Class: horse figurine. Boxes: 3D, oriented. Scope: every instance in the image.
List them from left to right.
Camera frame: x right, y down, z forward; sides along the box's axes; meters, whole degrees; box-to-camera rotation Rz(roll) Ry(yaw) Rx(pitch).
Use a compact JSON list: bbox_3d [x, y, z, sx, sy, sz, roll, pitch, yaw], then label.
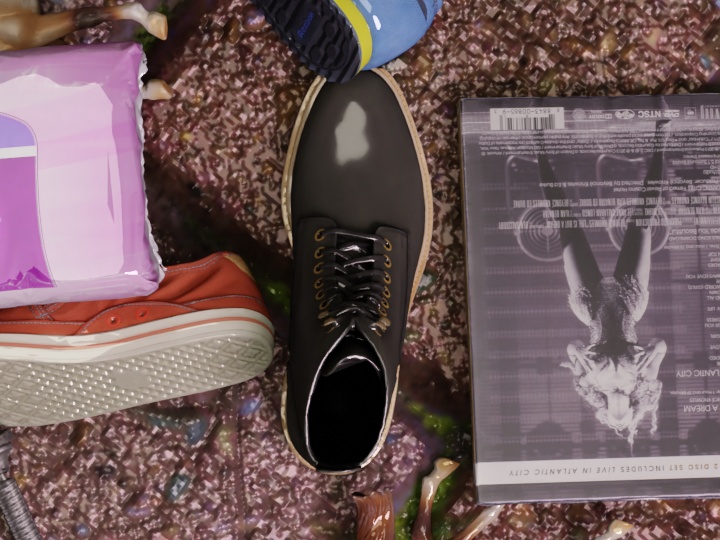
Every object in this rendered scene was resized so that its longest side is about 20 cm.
[{"bbox_3d":[-0.160,-0.152,1.397,0.131,0.050,0.201,0,111,1],"label":"horse figurine"},{"bbox_3d":[0.075,0.174,1.436,0.199,0.050,0.133,21,85,-5],"label":"horse figurine"}]

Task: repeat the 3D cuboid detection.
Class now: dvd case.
[{"bbox_3d":[0.125,0.013,1.432,0.148,0.016,0.202,-1,82,-6],"label":"dvd case"}]

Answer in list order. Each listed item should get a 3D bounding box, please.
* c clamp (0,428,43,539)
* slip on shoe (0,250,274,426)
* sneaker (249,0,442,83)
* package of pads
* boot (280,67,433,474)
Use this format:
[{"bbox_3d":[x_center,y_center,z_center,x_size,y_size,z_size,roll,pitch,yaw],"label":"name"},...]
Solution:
[{"bbox_3d":[-0.178,0.159,1.439,0.170,0.027,0.201,-29,95,4],"label":"c clamp"},{"bbox_3d":[-0.141,0.031,1.421,0.198,0.074,0.062,-10,57,4],"label":"slip on shoe"},{"bbox_3d":[-0.039,-0.185,1.422,0.078,0.066,0.200,-37,85,-30],"label":"sneaker"},{"bbox_3d":[-0.193,-0.040,1.353,0.198,0.076,0.121,-5,92,-6],"label":"package of pads"},{"bbox_3d":[0.000,0.000,1.383,0.077,0.138,0.202,-1,90,-2],"label":"boot"}]
